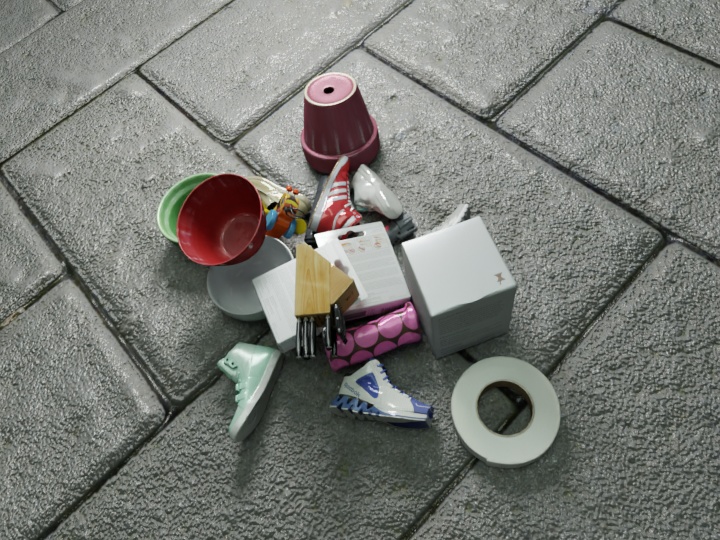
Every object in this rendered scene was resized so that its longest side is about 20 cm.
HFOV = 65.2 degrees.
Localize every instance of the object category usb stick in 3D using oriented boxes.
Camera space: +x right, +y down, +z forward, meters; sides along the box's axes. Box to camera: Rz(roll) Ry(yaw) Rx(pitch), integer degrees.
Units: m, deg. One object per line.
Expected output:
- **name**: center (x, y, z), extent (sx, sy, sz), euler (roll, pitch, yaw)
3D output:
- **usb stick**: center (-0.091, -0.145, 1.347), extent (0.055, 0.033, 0.202), euler (5, 62, 12)

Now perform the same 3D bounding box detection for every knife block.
- **knife block**: center (-0.095, 0.068, 1.059), extent (0.199, 0.064, 0.176), euler (37, 73, 26)

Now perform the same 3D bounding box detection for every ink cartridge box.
- **ink cartridge box**: center (-0.101, 0.048, 1.135), extent (0.198, 0.057, 0.163), euler (-24, 59, -8)
- **ink cartridge box**: center (0.000, 0.000, 1.189), extent (0.158, 0.047, 0.202), euler (-12, 59, -13)

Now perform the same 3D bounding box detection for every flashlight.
- **flashlight**: center (0.025, -0.070, 1.268), extent (0.199, 0.068, 0.068), euler (-32, 104, -13)

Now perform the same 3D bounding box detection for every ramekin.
- **ramekin**: center (-0.373, -0.124, 1.347), extent (0.197, 0.098, 0.202), euler (-5, 60, 8)

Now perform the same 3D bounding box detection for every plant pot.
- **plant pot**: center (-0.058, -0.367, 1.371), extent (0.197, 0.180, 0.202), euler (-4, 53, 6)

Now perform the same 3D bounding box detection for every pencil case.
- **pencil case**: center (0.024, 0.132, 1.137), extent (0.198, 0.092, 0.094), euler (-19, 27, 0)

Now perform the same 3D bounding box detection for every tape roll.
- **tape roll**: center (0.267, 0.261, 1.049), extent (0.200, 0.037, 0.205), euler (-4, 59, 7)

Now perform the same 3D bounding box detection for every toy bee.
- **toy bee**: center (-0.167, -0.128, 1.276), extent (0.198, 0.131, 0.110), euler (-13, 54, 35)

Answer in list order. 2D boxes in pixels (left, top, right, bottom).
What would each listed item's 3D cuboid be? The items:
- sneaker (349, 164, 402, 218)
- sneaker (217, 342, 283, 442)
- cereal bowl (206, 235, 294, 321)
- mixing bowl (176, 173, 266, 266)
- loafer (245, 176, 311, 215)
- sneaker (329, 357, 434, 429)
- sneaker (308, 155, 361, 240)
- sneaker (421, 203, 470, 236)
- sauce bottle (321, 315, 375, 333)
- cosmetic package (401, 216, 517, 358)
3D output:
- **sneaker**: center (0.028, -0.162, 1.309), extent (0.089, 0.075, 0.201), euler (-48, 40, 15)
- **sneaker**: center (-0.244, 0.237, 1.129), extent (0.117, 0.074, 0.202), euler (15, 54, 10)
- **cereal bowl**: center (-0.231, 0.025, 1.244), extent (0.197, 0.084, 0.202), euler (-5, 59, 8)
- **mixing bowl**: center (-0.275, -0.090, 1.196), extent (0.198, 0.108, 0.203), euler (-6, 71, 17)
- **loafer**: center (-0.217, -0.169, 1.358), extent (0.198, 0.076, 0.069), euler (17, 59, 18)
- **sneaker**: center (0.044, 0.229, 1.080), extent (0.197, 0.081, 0.116), euler (6, 64, 15)
- **sneaker**: center (-0.036, -0.163, 1.305), extent (0.111, 0.071, 0.202), euler (22, 72, -3)
- **sneaker**: center (0.174, -0.079, 1.238), extent (0.081, 0.075, 0.200), euler (26, 63, 30)
- **sauce bottle**: center (-0.069, 0.098, 1.183), extent (0.197, 0.066, 0.067), euler (-8, 59, -1)
- **cosmetic package**: center (0.188, 0.038, 1.095), extent (0.166, 0.201, 0.168), euler (-19, 58, -2)
